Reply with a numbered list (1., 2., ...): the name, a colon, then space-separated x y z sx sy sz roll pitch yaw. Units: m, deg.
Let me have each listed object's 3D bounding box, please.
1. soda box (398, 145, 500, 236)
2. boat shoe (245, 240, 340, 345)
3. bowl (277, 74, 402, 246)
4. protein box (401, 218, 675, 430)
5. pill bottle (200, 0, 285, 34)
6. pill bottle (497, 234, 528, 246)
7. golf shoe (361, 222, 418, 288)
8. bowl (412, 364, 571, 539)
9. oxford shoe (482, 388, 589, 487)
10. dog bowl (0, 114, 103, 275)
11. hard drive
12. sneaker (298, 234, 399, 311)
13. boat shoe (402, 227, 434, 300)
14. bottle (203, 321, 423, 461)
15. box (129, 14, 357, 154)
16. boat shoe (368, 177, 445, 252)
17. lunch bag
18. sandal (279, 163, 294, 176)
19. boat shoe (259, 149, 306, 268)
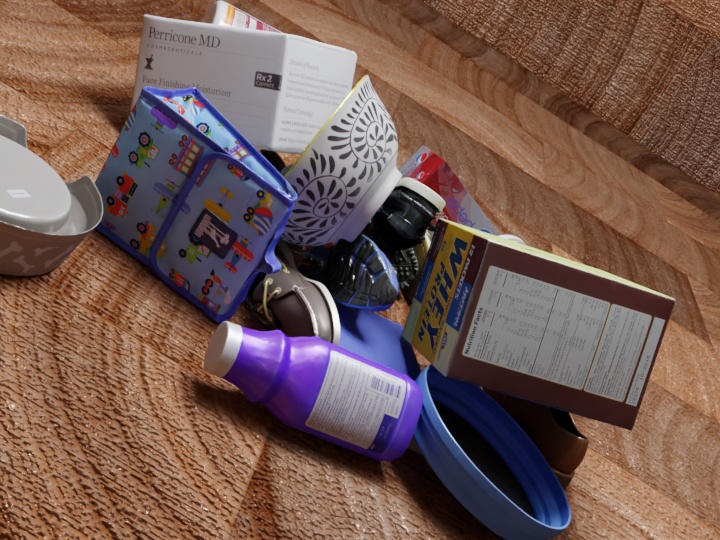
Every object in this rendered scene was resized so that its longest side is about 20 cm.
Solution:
1. soda box: 0.124 -0.066 1.592 0.200 0.063 0.070 49 -3 -33
2. boat shoe: -0.083 0.023 1.215 0.059 0.072 0.200 9 28 -35
3. bowl: -0.019 -0.092 1.246 0.094 0.201 0.201 37 21 -2
4. protein box: 0.171 0.049 1.225 0.198 0.136 0.199 17 5 -12
5. pill bottle: -0.142 -0.297 1.755 0.198 0.110 0.110 25 23 -21
6. pill bottle: 0.213 0.057 1.510 0.110 0.112 0.200 12 30 -43
7. golf shoe: -0.001 -0.056 1.496 0.200 0.077 0.088 40 13 13
8. bowl: 0.120 0.179 1.166 0.200 0.039 0.201 41 17 -15
9. oxford shoe: 0.188 0.144 1.346 0.071 0.072 0.200 10 30 -42
10. dog bowl: -0.330 -0.071 1.075 0.199 0.059 0.201 28 23 -13
11. hard drive: 0.009 0.100 1.241 0.131 0.025 0.201 24 24 -23
12. sneaker: 0.000 0.000 1.323 0.078 0.076 0.200 27 5 -26
13. boat shoe: 0.083 -0.017 1.531 0.064 0.074 0.201 19 25 -21
14. bottle: -0.042 0.103 1.082 0.198 0.084 0.065 24 -9 -23
15. box: -0.136 -0.218 1.449 0.197 0.132 0.200 12 8 22
16. boat shoe: 0.040 -0.052 1.342 0.074 0.066 0.199 34 -8 -11
17. lunch bag: -0.151 -0.059 1.176 0.200 0.151 0.094 40 23 17
18. sandal: -0.025 -0.116 1.414 0.075 0.045 0.200 50 32 7
19. boat shoe: -0.102 -0.077 1.395 0.075 0.072 0.201 19 26 -33
